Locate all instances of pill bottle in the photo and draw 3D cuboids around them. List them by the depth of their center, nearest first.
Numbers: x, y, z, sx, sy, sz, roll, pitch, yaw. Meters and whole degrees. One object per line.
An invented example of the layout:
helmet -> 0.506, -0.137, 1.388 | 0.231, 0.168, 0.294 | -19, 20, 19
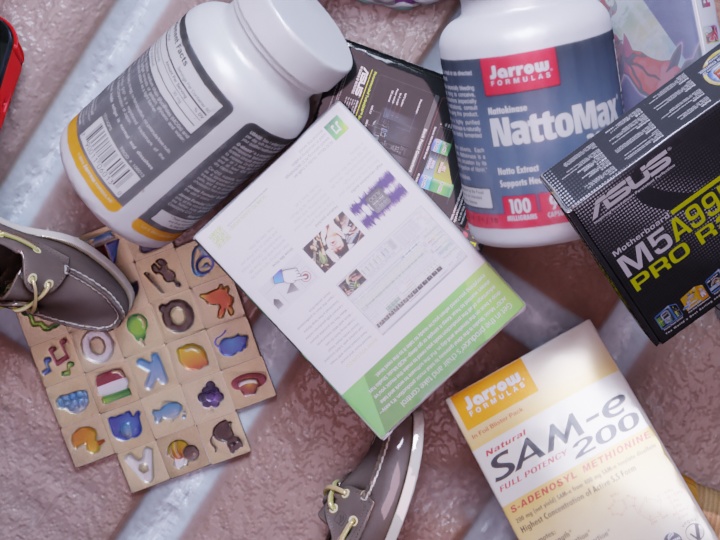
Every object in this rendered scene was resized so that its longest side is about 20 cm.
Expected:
pill bottle -> 0.117, -0.126, 1.140 | 0.119, 0.120, 0.201 | -11, 103, 2
pill bottle -> -0.109, -0.116, 1.188 | 0.200, 0.116, 0.116 | -38, 94, 21

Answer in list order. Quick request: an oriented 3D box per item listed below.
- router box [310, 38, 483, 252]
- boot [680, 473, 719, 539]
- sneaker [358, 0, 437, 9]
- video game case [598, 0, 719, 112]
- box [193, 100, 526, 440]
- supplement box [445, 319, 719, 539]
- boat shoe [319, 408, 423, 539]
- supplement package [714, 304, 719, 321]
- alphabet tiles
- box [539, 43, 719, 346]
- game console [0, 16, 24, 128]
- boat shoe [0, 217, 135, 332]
router box -> 0.024, -0.053, 1.242 | 0.149, 0.062, 0.201 | 20, 95, -1
boot -> 0.213, 0.250, 1.271 | 0.143, 0.071, 0.202 | 11, 91, 5
sneaker -> -0.013, -0.233, 1.186 | 0.199, 0.140, 0.078 | 7, 95, 1
video game case -> 0.170, -0.183, 1.170 | 0.023, 0.200, 0.183 | -15, 96, -30
box -> 0.000, 0.000, 1.199 | 0.144, 0.036, 0.200 | -42, 93, 4
supplement box -> 0.163, 0.155, 1.215 | 0.126, 0.074, 0.200 | -30, 68, 3
boat shoe -> -0.004, 0.193, 1.258 | 0.059, 0.072, 0.201 | 17, 99, -4
supplement package -> 0.289, -0.067, 1.210 | 0.109, 0.114, 0.201 | -19, 96, 2
alphabet tiles -> -0.164, 0.062, 1.284 | 0.166, 0.006, 0.201 | -20, 94, 2
box -> 0.235, -0.061, 1.089 | 0.200, 0.044, 0.160 | -36, 134, 4
game console -> -0.355, -0.126, 1.208 | 0.199, 0.031, 0.178 | 8, 57, 0
boat shoe -> -0.255, -0.001, 1.216 | 0.200, 0.060, 0.072 | 30, 119, -24
